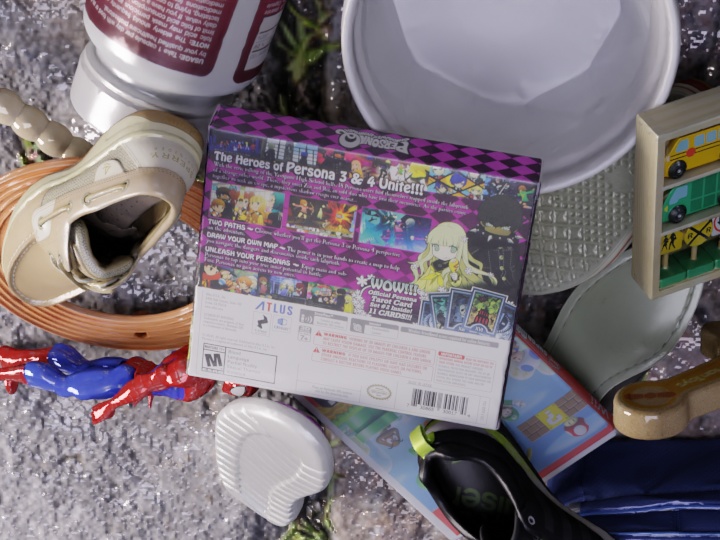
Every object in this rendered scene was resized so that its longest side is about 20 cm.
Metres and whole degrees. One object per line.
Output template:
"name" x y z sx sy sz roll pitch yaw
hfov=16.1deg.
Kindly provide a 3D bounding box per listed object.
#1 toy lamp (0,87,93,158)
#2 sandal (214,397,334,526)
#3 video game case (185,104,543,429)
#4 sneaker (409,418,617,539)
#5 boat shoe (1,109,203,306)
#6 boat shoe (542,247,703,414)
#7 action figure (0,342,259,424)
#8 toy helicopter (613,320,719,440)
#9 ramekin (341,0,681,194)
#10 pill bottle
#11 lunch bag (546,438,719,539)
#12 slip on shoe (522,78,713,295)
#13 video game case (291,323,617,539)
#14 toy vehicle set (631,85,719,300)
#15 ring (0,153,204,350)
"toy lamp" -0.212 -0.094 1.593 0.200 0.058 0.058 32 115 -13
"sandal" -0.054 0.112 1.651 0.082 0.050 0.203 35 158 1
"video game case" 0.000 0.000 1.534 0.199 0.036 0.182 9 123 4
"sneaker" 0.099 0.172 1.582 0.200 0.083 0.072 45 112 -2
"boat shoe" -0.162 -0.022 1.528 0.072 0.065 0.200 26 141 -25
"boat shoe" 0.156 0.051 1.648 0.072 0.061 0.201 42 114 7
"action figure" -0.154 0.071 1.644 0.199 0.065 0.052 -5 101 26
"toy helicopter" 0.247 0.068 1.575 0.200 0.132 0.079 -19 121 -28
"ramekin" 0.089 -0.156 1.518 0.199 0.105 0.201 1 118 2
"pill bottle" -0.098 -0.176 1.512 0.114 0.114 0.200 20 116 -7
"lunch bag" 0.202 0.198 1.681 0.199 0.132 0.136 -4 117 4
"slip on shoe" 0.155 -0.051 1.594 0.074 0.061 0.200 49 124 3
"video game case" 0.046 0.073 1.610 0.143 0.017 0.200 -36 113 25
"toy vehicle set" 0.257 -0.066 1.538 0.200 0.027 0.125 -19 132 -17
"ring" -0.154 -0.012 1.613 0.200 0.019 0.201 4 145 3
